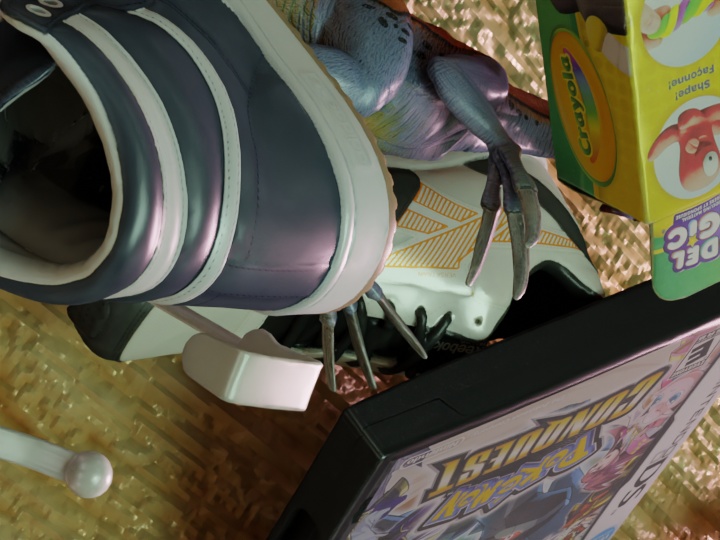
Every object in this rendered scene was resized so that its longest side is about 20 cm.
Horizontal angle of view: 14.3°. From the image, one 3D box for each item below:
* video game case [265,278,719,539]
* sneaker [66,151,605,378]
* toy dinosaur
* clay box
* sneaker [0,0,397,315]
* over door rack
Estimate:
[{"bbox_3d":[0.043,0.076,0.976,0.200,0.026,0.181,-21,154,-38],"label":"video game case"},{"bbox_3d":[0.000,0.000,0.898,0.200,0.080,0.074,-15,156,-39],"label":"sneaker"},{"bbox_3d":[0.018,-0.056,0.809,0.181,0.105,0.201,-14,105,-44],"label":"toy dinosaur"},{"bbox_3d":[0.101,-0.101,0.766,0.115,0.048,0.201,-23,122,-26],"label":"clay box"},{"bbox_3d":[-0.085,-0.066,0.697,0.108,0.200,0.070,-5,137,-52],"label":"sneaker"},{"bbox_3d":[-0.083,0.061,0.766,0.066,0.200,0.148,14,101,-36],"label":"over door rack"}]
